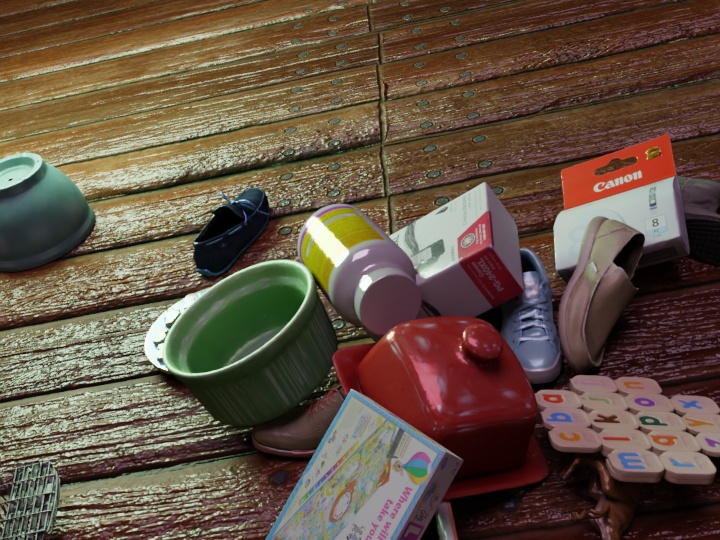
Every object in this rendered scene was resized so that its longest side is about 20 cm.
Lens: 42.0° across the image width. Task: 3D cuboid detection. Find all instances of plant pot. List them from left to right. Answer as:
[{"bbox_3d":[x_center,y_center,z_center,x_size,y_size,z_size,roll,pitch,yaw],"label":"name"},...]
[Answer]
[{"bbox_3d":[-0.565,-0.112,1.575,0.199,0.135,0.201,-9,37,7],"label":"plant pot"}]

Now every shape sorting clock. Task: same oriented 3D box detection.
[{"bbox_3d":[-0.198,0.074,1.276,0.198,0.039,0.201,-9,36,7],"label":"shape sorting clock"}]

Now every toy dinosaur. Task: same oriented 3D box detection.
[{"bbox_3d":[0.256,0.215,0.928,0.106,0.061,0.200,34,52,13],"label":"toy dinosaur"}]

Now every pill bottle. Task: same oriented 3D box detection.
[{"bbox_3d":[0.000,0.000,1.092,0.104,0.105,0.200,-22,28,-11],"label":"pill bottle"}]

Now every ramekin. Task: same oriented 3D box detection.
[{"bbox_3d":[-0.123,0.088,1.106,0.199,0.098,0.201,-21,30,13],"label":"ramekin"}]

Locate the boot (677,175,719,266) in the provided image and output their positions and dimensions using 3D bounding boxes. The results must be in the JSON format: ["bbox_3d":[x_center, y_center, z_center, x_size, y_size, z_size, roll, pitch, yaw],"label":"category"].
[{"bbox_3d":[0.454,-0.078,1.224,0.199,0.068,0.131,18,47,38],"label":"boot"}]

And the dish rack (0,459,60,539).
[{"bbox_3d":[-0.435,0.293,1.058,0.198,0.055,0.154,-13,37,0],"label":"dish rack"}]

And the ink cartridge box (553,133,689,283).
[{"bbox_3d":[0.331,-0.089,1.218,0.159,0.047,0.201,-18,50,29],"label":"ink cartridge box"}]

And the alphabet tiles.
[{"bbox_3d":[0.281,0.158,0.955,0.194,0.015,0.200,2,20,-2],"label":"alphabet tiles"}]

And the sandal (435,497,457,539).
[{"bbox_3d":[0.109,0.281,0.856,0.059,0.080,0.207,-15,34,5],"label":"sandal"}]

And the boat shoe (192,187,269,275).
[{"bbox_3d":[-0.194,-0.074,1.447,0.083,0.069,0.201,-1,38,18],"label":"boat shoe"}]

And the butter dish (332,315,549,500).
[{"bbox_3d":[0.100,0.114,0.958,0.198,0.148,0.201,-3,47,-27],"label":"butter dish"}]

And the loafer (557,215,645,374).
[{"bbox_3d":[0.283,0.025,1.093,0.068,0.076,0.201,0,63,39],"label":"loafer"}]

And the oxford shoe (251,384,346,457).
[{"bbox_3d":[-0.033,0.159,1.072,0.198,0.075,0.071,-12,36,4],"label":"oxford shoe"}]

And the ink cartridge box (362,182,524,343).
[{"bbox_3d":[0.095,0.001,1.169,0.199,0.083,0.146,-29,30,23],"label":"ink cartridge box"}]

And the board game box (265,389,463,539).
[{"bbox_3d":[-0.008,0.229,0.871,0.134,0.034,0.201,27,86,45],"label":"board game box"}]

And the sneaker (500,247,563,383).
[{"bbox_3d":[0.199,0.048,1.132,0.073,0.082,0.201,-11,36,7],"label":"sneaker"}]
